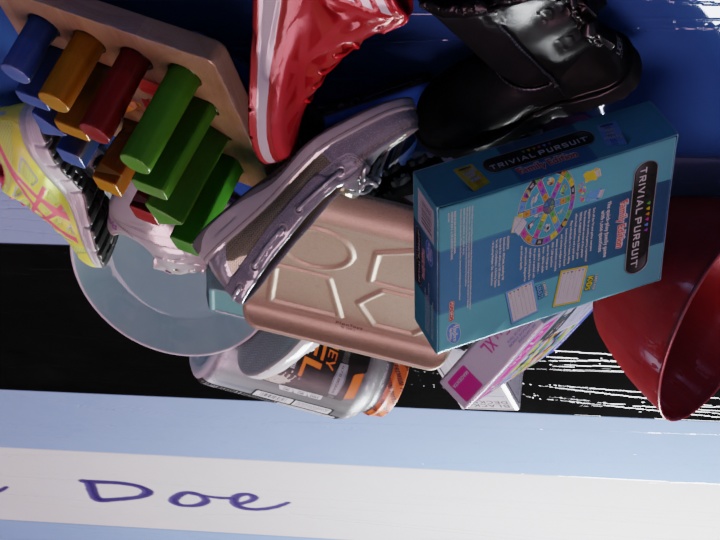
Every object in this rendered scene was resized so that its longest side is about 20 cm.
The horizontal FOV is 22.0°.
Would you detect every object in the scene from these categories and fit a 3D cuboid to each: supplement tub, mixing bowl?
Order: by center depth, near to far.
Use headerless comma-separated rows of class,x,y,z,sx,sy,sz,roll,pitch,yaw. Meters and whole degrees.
mixing bowl,0.265,0.015,1.566,0.108,0.201,0.200,30,167,28
supplement tub,-0.058,0.074,1.818,0.198,0.124,0.122,15,154,-20

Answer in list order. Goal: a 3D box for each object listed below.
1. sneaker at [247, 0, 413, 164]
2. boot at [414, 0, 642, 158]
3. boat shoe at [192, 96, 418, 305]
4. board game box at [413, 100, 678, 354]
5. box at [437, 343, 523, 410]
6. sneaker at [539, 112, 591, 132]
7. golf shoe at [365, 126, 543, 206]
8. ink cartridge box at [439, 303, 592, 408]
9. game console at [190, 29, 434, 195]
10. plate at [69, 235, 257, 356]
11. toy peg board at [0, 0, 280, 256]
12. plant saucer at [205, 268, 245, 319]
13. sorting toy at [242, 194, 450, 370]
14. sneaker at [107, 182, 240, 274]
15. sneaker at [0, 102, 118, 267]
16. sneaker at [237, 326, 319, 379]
sneaker,-0.021,-0.155,1.327,0.114,0.079,0.201,3,137,-1
boot,0.095,-0.161,1.334,0.197,0.074,0.162,-16,150,27
boat shoe,-0.033,-0.056,1.393,0.201,0.065,0.074,-37,177,7
board game box,0.138,-0.032,1.411,0.198,0.047,0.152,-17,136,-16
box,0.103,0.040,1.713,0.059,0.118,0.200,-2,155,18
sneaker,0.154,-0.063,1.536,0.088,0.081,0.201,-28,155,-38
golf shoe,0.068,-0.051,1.483,0.199,0.077,0.089,-17,108,32
ink cartridge box,0.160,0.043,1.617,0.042,0.200,0.120,46,124,10
game console,-0.049,-0.126,1.511,0.169,0.119,0.200,-20,162,-17
plate,-0.169,-0.010,1.698,0.198,0.026,0.202,6,123,9
toy peg board,-0.185,-0.110,1.413,0.197,0.098,0.200,20,159,20
plant saucer,-0.041,0.040,1.621,0.198,0.019,0.070,12,158,1
sorting toy,0.000,0.000,1.518,0.183,0.037,0.201,13,146,0
sneaker,-0.127,-0.034,1.620,0.198,0.075,0.100,24,127,-14
sneaker,-0.267,-0.078,1.605,0.089,0.079,0.201,1,140,19
sneaker,-0.015,0.042,1.719,0.200,0.074,0.115,-44,137,18
